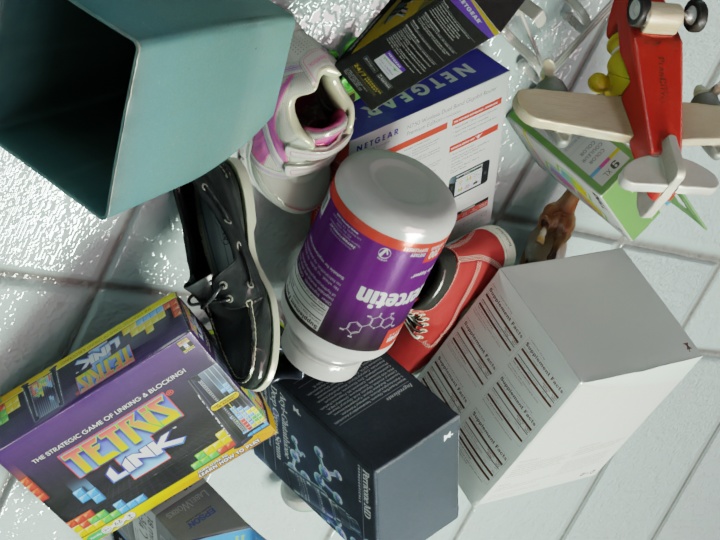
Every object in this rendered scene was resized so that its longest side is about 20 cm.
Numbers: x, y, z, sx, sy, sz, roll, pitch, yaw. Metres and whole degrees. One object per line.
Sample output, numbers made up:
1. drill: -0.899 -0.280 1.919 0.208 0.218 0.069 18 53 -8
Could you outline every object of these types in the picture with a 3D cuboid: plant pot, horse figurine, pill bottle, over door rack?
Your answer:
1. plant pot: -0.151 -0.152 1.366 0.199 0.141 0.142 -21 136 -46
2. horse figurine: 0.193 -0.011 1.927 0.133 0.050 0.201 -62 171 -48
3. pill bottle: 0.000 0.000 1.616 0.112 0.113 0.201 -12 139 -43
4. over door rack: 0.193 -0.266 1.699 0.148 0.067 0.200 -48 166 -4

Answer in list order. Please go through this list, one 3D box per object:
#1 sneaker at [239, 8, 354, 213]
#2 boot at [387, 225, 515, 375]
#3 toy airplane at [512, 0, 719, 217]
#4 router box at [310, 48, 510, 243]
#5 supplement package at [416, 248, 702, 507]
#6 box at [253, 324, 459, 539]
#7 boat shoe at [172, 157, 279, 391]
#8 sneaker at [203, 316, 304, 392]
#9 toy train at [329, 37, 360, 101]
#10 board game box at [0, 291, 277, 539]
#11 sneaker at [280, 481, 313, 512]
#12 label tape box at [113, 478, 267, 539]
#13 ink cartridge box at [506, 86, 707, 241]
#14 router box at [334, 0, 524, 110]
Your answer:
1. sneaker: -0.051 -0.118 1.550 0.081 0.088 0.201 -35 142 -22
2. boot: 0.049 0.041 1.784 0.144 0.073 0.200 -18 152 -50
3. toy airplane: 0.257 -0.144 1.692 0.199 0.200 0.141 -47 -170 -23
4. router box: 0.045 -0.092 1.718 0.199 0.049 0.181 -26 138 -32
5. supplement package: 0.188 0.104 1.826 0.190 0.148 0.200 -8 144 -43
6. box: -0.008 0.157 1.748 0.107 0.200 0.149 -31 140 -27
7. boat shoe: -0.118 0.002 1.522 0.066 0.074 0.201 0 79 -42
8. sneaker: -0.135 0.092 1.648 0.199 0.081 0.074 -25 137 -30
9. toy train: 0.039 -0.198 1.627 0.199 0.042 0.057 -32 151 -26
10. board game box: -0.195 0.129 1.565 0.199 0.057 0.166 -32 137 5
11. sneaker: -0.005 0.241 1.932 0.200 0.074 0.119 -20 128 -41
12. label tape box: -0.152 0.256 1.672 0.063 0.200 0.145 -31 140 -26
13. ink cartridge box: 0.240 -0.095 1.802 0.059 0.200 0.104 -46 145 0
14. router box: 0.085 -0.231 1.499 0.157 0.052 0.200 -27 -161 45
